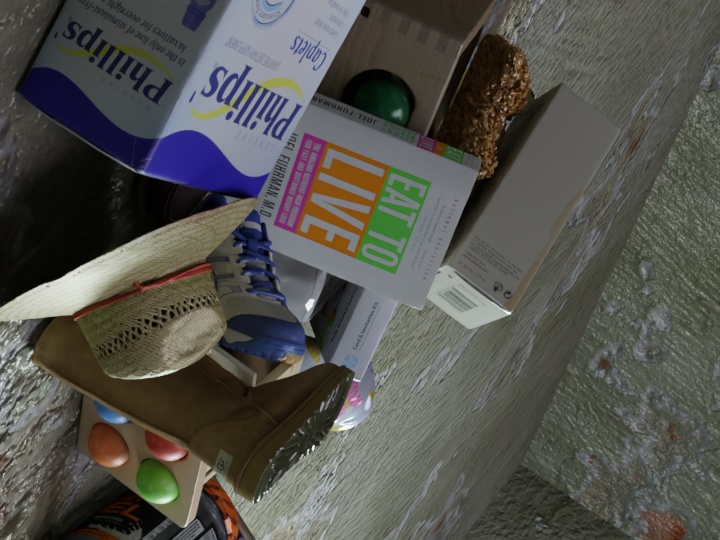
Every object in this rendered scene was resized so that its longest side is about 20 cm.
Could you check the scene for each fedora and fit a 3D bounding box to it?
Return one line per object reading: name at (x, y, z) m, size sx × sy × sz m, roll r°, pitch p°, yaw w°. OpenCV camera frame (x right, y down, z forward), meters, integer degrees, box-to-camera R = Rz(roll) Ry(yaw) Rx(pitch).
fedora at (-0.050, -0.028, 1.275) m, size 0.177 × 0.090 × 0.201 m, roll -41°, pitch 156°, yaw -47°

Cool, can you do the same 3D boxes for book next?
book at (-0.018, -0.067, 1.116) m, size 0.048 × 0.198 × 0.134 m, roll -70°, pitch -179°, yaw -59°

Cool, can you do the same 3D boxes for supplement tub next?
supplement tub at (-0.208, 0.273, 1.300) m, size 0.200 × 0.122 × 0.123 m, roll -36°, pitch 153°, yaw -54°

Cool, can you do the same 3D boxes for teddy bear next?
teddy bear at (0.095, -0.104, 1.214) m, size 0.201 × 0.066 × 0.145 m, roll -63°, pitch 179°, yaw -15°

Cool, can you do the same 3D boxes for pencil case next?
pencil case at (-0.070, 0.107, 1.363) m, size 0.199 × 0.083 × 0.091 m, roll 17°, pitch 108°, yaw -50°

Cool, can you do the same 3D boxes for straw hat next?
straw hat at (-0.143, 0.030, 0.951) m, size 0.200 × 0.086 × 0.201 m, roll -24°, pitch 178°, yaw -1°

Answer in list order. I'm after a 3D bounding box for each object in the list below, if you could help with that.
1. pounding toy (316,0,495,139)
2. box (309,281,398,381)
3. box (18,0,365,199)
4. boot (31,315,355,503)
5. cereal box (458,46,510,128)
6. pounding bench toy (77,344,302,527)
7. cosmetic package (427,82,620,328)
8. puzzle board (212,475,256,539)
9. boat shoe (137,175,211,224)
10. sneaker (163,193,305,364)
pounding toy at (0.010, -0.177, 1.154) m, size 0.200 × 0.141 × 0.185 m, roll -58°, pitch 172°, yaw -61°
box at (0.000, 0.000, 1.375) m, size 0.157 × 0.041 × 0.200 m, roll -64°, pitch -163°, yaw 13°
box at (-0.093, -0.161, 0.895) m, size 0.201 × 0.104 × 0.184 m, roll -60°, pitch 163°, yaw 7°
boot at (-0.120, 0.074, 1.065) m, size 0.175 × 0.199 × 0.067 m, roll -35°, pitch 152°, yaw -59°
cereal box at (0.141, -0.171, 1.504) m, size 0.039 × 0.145 × 0.200 m, roll -25°, pitch 173°, yaw 20°
pounding bench toy at (-0.157, 0.138, 1.201) m, size 0.156 × 0.124 × 0.201 m, roll -41°, pitch 157°, yaw -44°
cosmetic package at (0.135, -0.055, 1.218) m, size 0.201 × 0.073 × 0.103 m, roll -56°, pitch -171°, yaw -17°
puzzle board at (-0.135, 0.267, 1.465) m, size 0.017 × 0.151 × 0.200 m, roll -32°, pitch 157°, yaw -13°
boat shoe at (-0.094, -0.116, 1.033) m, size 0.201 × 0.070 × 0.070 m, roll -60°, pitch 165°, yaw 10°
sneaker at (-0.098, -0.002, 1.045) m, size 0.075 × 0.200 × 0.089 m, roll 20°, pitch 101°, yaw -43°
